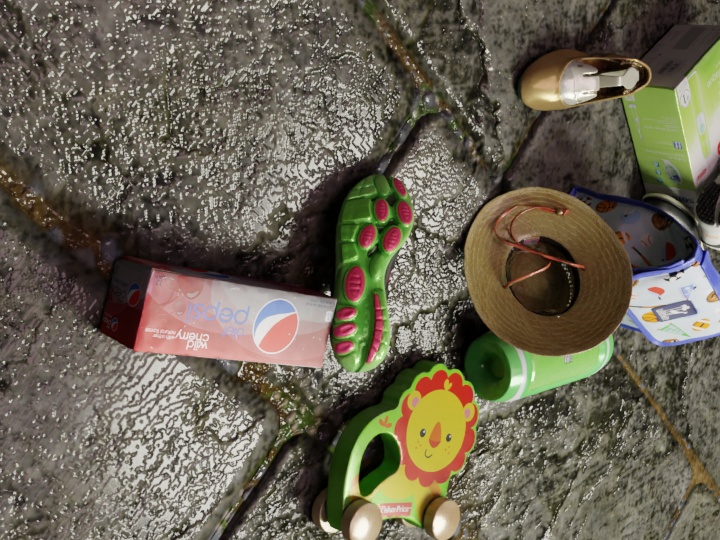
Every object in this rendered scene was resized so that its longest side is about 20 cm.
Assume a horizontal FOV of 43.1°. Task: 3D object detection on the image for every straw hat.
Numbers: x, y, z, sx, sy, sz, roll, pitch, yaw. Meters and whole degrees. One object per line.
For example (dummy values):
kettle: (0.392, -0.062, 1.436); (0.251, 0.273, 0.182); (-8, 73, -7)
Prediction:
straw hat: (0.206, 0.012, 1.045); (0.201, 0.201, 0.085); (-52, 169, -18)

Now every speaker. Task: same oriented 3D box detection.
speaker: (0.218, 0.101, 1.098); (0.199, 0.088, 0.089); (-9, 108, -40)

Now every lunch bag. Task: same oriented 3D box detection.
lunch bag: (0.343, 0.003, 1.102); (0.170, 0.199, 0.124); (43, 73, -41)

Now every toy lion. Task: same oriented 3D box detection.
toy lion: (0.052, 0.194, 0.998); (0.199, 0.068, 0.193); (11, 88, -43)

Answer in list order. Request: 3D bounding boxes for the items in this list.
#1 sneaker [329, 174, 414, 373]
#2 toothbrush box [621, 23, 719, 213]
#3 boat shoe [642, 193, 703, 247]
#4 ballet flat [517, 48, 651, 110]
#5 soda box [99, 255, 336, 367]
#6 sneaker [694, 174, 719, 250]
sneaker: (0.000, 0.000, 0.888); (0.076, 0.084, 0.201); (16, 75, -11)
toothbrush box: (0.434, -0.200, 1.204); (0.146, 0.086, 0.201); (-43, 129, -24)
boat shoe: (0.431, -0.029, 1.257); (0.063, 0.073, 0.202); (-59, 136, -21)
ballet flat: (0.267, -0.225, 1.061); (0.199, 0.063, 0.069); (-19, 114, -37)
soda box: (-0.118, 0.039, 0.791); (0.199, 0.063, 0.070); (11, 94, -43)
sneaker: (0.502, -0.111, 1.199); (0.200, 0.074, 0.080); (-45, 144, -16)
